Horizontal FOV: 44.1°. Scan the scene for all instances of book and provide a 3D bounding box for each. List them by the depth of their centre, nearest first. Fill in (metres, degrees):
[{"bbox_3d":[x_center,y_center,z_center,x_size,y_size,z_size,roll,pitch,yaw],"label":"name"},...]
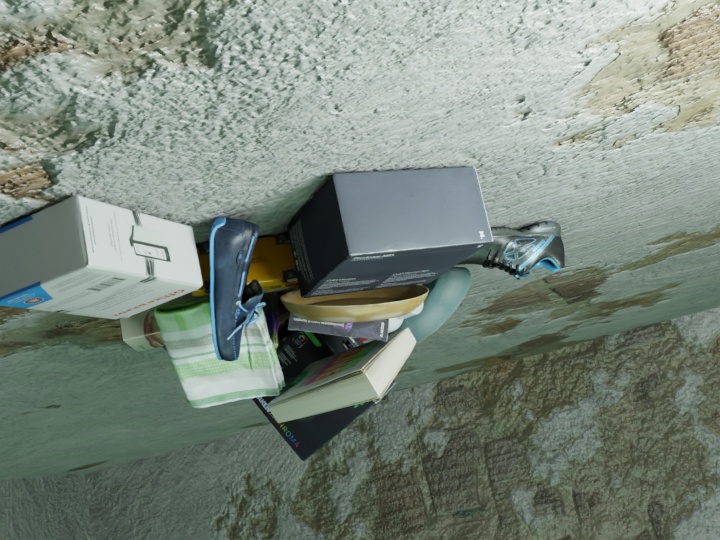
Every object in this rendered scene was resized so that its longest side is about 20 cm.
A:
[{"bbox_3d":[-0.026,0.153,1.288,0.199,0.048,0.134,-24,-168,38],"label":"book"}]

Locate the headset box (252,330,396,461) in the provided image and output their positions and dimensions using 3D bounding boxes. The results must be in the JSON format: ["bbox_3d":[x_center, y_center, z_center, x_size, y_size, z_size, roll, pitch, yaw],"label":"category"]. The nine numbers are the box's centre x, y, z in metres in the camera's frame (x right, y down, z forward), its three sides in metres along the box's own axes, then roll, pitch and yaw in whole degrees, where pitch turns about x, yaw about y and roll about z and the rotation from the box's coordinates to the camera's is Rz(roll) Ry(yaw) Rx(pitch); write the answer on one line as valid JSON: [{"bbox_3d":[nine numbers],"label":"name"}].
[{"bbox_3d":[-0.066,0.181,1.461,0.200,0.174,0.093,-41,176,28],"label":"headset box"}]

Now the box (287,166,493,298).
[{"bbox_3d":[0.033,-0.048,1.131,0.199,0.105,0.182,-6,166,-25],"label":"box"}]

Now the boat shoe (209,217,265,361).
[{"bbox_3d":[-0.155,0.032,1.123,0.068,0.084,0.201,1,125,-5],"label":"boat shoe"}]

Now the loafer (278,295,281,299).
[{"bbox_3d":[-0.191,0.127,1.516,0.200,0.070,0.070,-47,154,-17],"label":"loafer"}]

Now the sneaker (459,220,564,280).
[{"bbox_3d":[0.239,-0.027,1.436,0.198,0.083,0.073,-9,167,-9],"label":"sneaker"}]

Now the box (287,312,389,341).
[{"bbox_3d":[-0.029,0.065,1.327,0.142,0.036,0.200,7,-172,-1],"label":"box"}]

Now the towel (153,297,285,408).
[{"bbox_3d":[-0.195,0.116,1.247,0.148,0.031,0.201,-11,133,-1],"label":"towel"}]

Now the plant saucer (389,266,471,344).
[{"bbox_3d":[0.106,0.055,1.561,0.201,0.039,0.201,-41,-163,15],"label":"plant saucer"}]

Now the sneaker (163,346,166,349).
[{"bbox_3d":[-0.266,0.103,1.536,0.082,0.074,0.200,21,-167,29],"label":"sneaker"}]

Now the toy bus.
[{"bbox_3d":[-0.140,-0.006,1.224,0.198,0.066,0.078,-8,167,-18],"label":"toy bus"}]

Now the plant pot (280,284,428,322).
[{"bbox_3d":[-0.007,0.042,1.191,0.198,0.028,0.200,-2,-172,0],"label":"plant pot"}]

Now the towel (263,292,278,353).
[{"bbox_3d":[-0.198,0.086,1.375,0.142,0.023,0.200,-10,-153,-1],"label":"towel"}]

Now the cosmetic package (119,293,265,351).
[{"bbox_3d":[-0.245,0.050,1.299,0.198,0.088,0.103,-12,167,-2],"label":"cosmetic package"}]

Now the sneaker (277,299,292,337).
[{"bbox_3d":[-0.157,0.076,1.458,0.199,0.076,0.071,-30,158,-12],"label":"sneaker"}]

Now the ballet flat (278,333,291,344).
[{"bbox_3d":[-0.134,0.122,1.580,0.200,0.068,0.067,-40,-141,-24],"label":"ballet flat"}]

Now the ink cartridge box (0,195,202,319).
[{"bbox_3d":[-0.303,-0.008,1.030,0.145,0.085,0.200,-19,165,22],"label":"ink cartridge box"}]

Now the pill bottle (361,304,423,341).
[{"bbox_3d":[0.002,0.062,1.510,0.199,0.113,0.112,-21,163,29],"label":"pill bottle"}]
